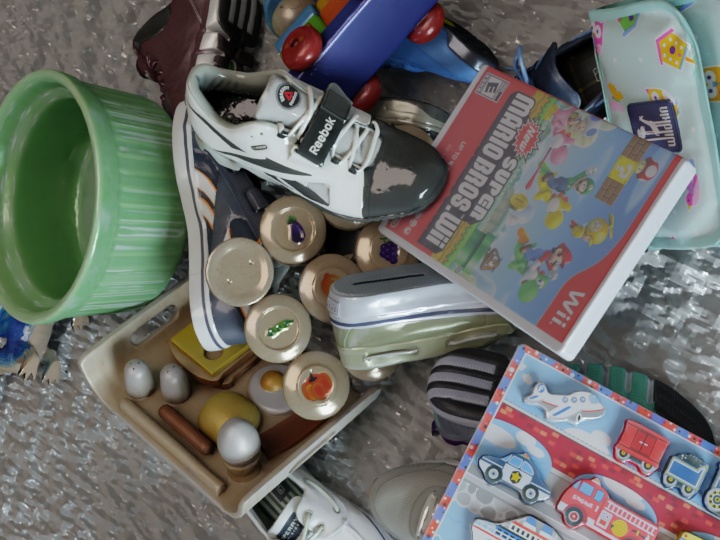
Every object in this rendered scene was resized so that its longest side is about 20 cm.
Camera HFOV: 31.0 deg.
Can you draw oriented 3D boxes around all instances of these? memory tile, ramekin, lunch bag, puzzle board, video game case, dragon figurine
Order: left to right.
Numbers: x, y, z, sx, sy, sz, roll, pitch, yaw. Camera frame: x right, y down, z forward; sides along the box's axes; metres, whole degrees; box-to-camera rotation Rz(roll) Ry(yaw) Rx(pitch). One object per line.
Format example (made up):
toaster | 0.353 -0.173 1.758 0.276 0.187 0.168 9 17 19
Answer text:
dragon figurine | -0.302 0.038 1.169 0.099 0.059 0.202 25 93 31
ramekin | -0.223 -0.057 1.058 0.199 0.097 0.202 -3 86 48
memory tile | 0.000 0.000 0.951 0.199 0.017 0.154 -34 93 -7
video game case | 0.109 -0.046 0.867 0.200 0.017 0.144 36 93 46
puzzle board | 0.157 0.159 0.833 0.199 0.017 0.152 28 79 6
lunch bag | 0.249 -0.108 0.824 0.198 0.122 0.172 -9 103 30

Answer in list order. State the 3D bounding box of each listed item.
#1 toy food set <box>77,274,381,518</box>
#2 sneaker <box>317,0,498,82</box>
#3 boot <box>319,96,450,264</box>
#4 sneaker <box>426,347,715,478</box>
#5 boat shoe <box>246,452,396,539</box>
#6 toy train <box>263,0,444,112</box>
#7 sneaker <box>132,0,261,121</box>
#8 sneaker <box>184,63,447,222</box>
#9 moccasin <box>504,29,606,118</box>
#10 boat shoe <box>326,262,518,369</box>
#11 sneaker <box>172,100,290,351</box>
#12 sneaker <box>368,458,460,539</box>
toy food set | -0.103 0.084 1.002 0.199 0.061 0.143 35 59 30
sneaker | 0.022 -0.181 1.025 0.200 0.066 0.079 36 104 32
boot | -0.029 -0.056 1.023 0.202 0.073 0.156 3 84 29
sneaker | 0.144 0.110 0.909 0.198 0.088 0.075 15 59 11
boat shoe | -0.045 0.196 0.988 0.199 0.067 0.074 36 99 30
toy train | 0.012 -0.223 0.959 0.200 0.084 0.116 -47 44 14
sneaker | -0.154 -0.151 1.121 0.115 0.075 0.202 0 72 36
sneaker | -0.037 -0.094 0.907 0.198 0.089 0.075 16 71 14
moccasin | 0.149 -0.141 0.939 0.199 0.068 0.081 -34 66 20
boat shoe | 0.075 0.027 0.927 0.198 0.072 0.063 -6 113 -4
sneaker | -0.094 -0.042 1.003 0.079 0.078 0.202 -13 75 13
sneaker | 0.083 0.180 0.904 0.198 0.092 0.077 14 87 31
